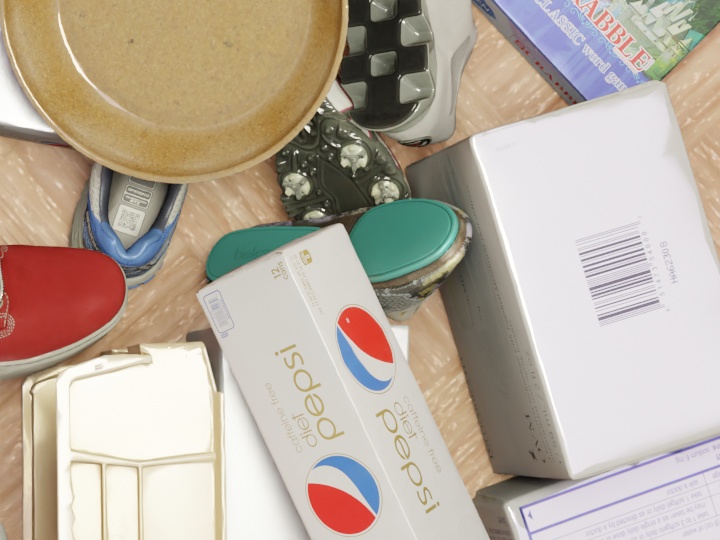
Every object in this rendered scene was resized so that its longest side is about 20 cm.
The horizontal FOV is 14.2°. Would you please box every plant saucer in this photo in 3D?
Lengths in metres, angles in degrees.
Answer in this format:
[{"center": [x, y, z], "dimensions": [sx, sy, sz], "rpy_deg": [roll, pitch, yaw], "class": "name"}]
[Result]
[{"center": [-0.102, -0.150, 1.617], "dimensions": [0.200, 0.035, 0.201], "rpy_deg": [2, 102, 9], "class": "plant saucer"}]

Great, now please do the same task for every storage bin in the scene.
[{"center": [-0.136, 0.142, 1.619], "dimensions": [0.093, 0.200, 0.199], "rpy_deg": [-1, 87, -12], "class": "storage bin"}]

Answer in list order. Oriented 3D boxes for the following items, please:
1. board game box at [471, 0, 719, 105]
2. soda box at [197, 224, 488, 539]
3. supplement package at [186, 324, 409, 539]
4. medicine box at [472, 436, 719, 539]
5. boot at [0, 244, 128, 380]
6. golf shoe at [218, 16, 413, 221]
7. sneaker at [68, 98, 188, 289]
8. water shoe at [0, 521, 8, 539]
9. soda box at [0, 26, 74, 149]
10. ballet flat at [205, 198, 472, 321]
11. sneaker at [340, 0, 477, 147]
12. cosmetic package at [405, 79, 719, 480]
[{"center": [0.151, -0.223, 1.772], "dimensions": [0.200, 0.041, 0.200], "rpy_deg": [46, 80, -5], "class": "board game box"}, {"center": [-0.007, 0.082, 1.539], "dimensions": [0.064, 0.068, 0.200], "rpy_deg": [-23, 92, 32], "class": "soda box"}, {"center": [-0.039, 0.132, 1.660], "dimensions": [0.111, 0.156, 0.201], "rpy_deg": [0, 87, -10], "class": "supplement package"}, {"center": [0.187, 0.201, 1.724], "dimensions": [0.182, 0.103, 0.201], "rpy_deg": [-18, 91, -11], "class": "medicine box"}, {"center": [-0.217, 0.002, 1.582], "dimensions": [0.199, 0.144, 0.073], "rpy_deg": [-7, 65, -18], "class": "boot"}, {"center": [-0.024, -0.091, 1.712], "dimensions": [0.077, 0.088, 0.200], "rpy_deg": [-22, 120, 26], "class": "golf shoe"}, {"center": [-0.119, -0.088, 1.693], "dimensions": [0.077, 0.085, 0.201], "rpy_deg": [10, 85, -10], "class": "sneaker"}, {"center": [-0.298, 0.134, 1.634], "dimensions": [0.200, 0.072, 0.079], "rpy_deg": [29, 51, 0], "class": "water shoe"}, {"center": [-0.178, -0.176, 1.698], "dimensions": [0.068, 0.064, 0.201], "rpy_deg": [10, 84, -10], "class": "soda box"}, {"center": [0.000, 0.000, 1.672], "dimensions": [0.072, 0.200, 0.072], "rpy_deg": [6, 82, -47], "class": "ballet flat"}, {"center": [0.032, -0.169, 1.711], "dimensions": [0.074, 0.088, 0.201], "rpy_deg": [-1, 78, 28], "class": "sneaker"}, {"center": [0.124, 0.010, 1.674], "dimensions": [0.123, 0.200, 0.200], "rpy_deg": [-16, 89, -9], "class": "cosmetic package"}]
